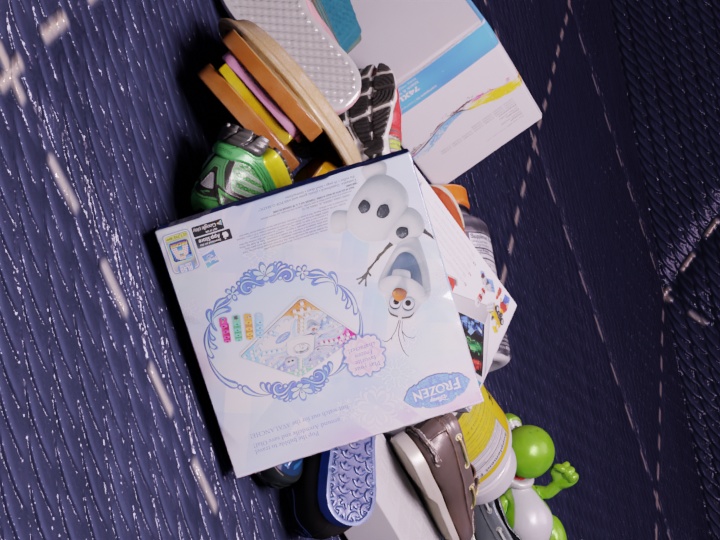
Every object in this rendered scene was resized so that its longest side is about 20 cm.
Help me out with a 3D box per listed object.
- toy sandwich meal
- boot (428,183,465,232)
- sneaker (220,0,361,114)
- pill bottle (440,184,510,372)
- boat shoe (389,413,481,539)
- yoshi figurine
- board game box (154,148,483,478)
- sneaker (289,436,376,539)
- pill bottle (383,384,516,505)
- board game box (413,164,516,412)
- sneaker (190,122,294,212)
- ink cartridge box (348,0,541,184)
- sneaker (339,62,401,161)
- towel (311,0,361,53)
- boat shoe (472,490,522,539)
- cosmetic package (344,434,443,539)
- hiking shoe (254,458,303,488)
[{"bbox_3d":[-0.075,-0.129,1.349,0.205,0.070,0.205,49,-7,8],"label":"toy sandwich meal"},{"bbox_3d":[0.094,0.007,1.616,0.201,0.075,0.107,70,22,-12],"label":"boot"},{"bbox_3d":[-0.072,-0.221,1.445,0.201,0.075,0.105,55,-5,2],"label":"sneaker"},{"bbox_3d":[0.095,0.010,1.709,0.106,0.106,0.201,28,51,-65],"label":"pill bottle"},{"bbox_3d":[0.082,0.198,1.477,0.072,0.059,0.200,48,-12,38],"label":"boat shoe"},{"bbox_3d":[0.195,0.262,1.823,0.112,0.112,0.201,-7,80,-64],"label":"yoshi figurine"},{"bbox_3d":[-0.030,0.032,1.198,0.043,0.199,0.200,-103,177,-81],"label":"board game box"},{"bbox_3d":[-0.020,0.126,1.316,0.070,0.078,0.201,28,56,-25],"label":"sneaker"},{"bbox_3d":[0.085,0.156,1.572,0.200,0.111,0.112,53,29,-50],"label":"pill bottle"},{"bbox_3d":[0.062,0.018,1.415,0.200,0.035,0.126,51,52,-35],"label":"board game box"},{"bbox_3d":[-0.091,-0.035,1.298,0.085,0.078,0.200,-55,149,-17],"label":"sneaker"},{"bbox_3d":[0.074,-0.216,1.679,0.147,0.146,0.200,59,8,33],"label":"ink cartridge box"},{"bbox_3d":[0.012,-0.105,1.519,0.085,0.077,0.201,51,33,-54],"label":"sneaker"},{"bbox_3d":[-0.069,-0.278,1.514,0.147,0.022,0.200,-51,127,-43],"label":"towel"},{"bbox_3d":[0.139,0.238,1.739,0.073,0.062,0.201,-8,85,-71],"label":"boat shoe"},{"bbox_3d":[0.028,0.239,1.444,0.083,0.050,0.200,-82,151,-49],"label":"cosmetic package"},{"bbox_3d":[-0.043,0.075,1.252,0.074,0.086,0.201,12,84,-57],"label":"hiking shoe"}]
